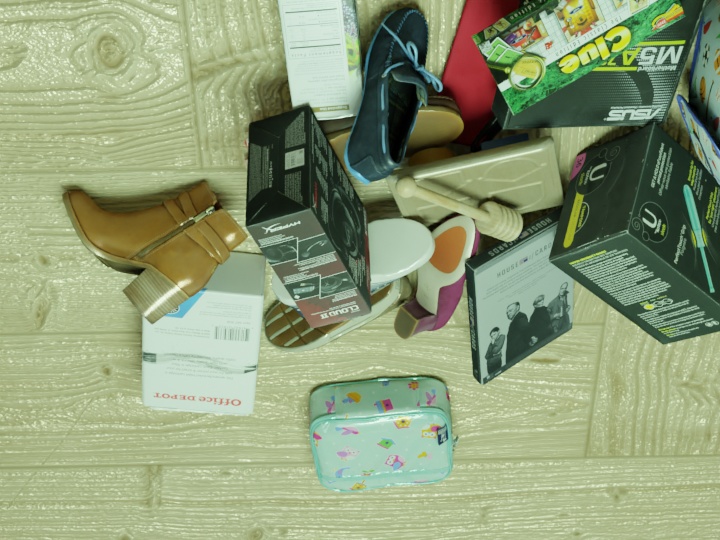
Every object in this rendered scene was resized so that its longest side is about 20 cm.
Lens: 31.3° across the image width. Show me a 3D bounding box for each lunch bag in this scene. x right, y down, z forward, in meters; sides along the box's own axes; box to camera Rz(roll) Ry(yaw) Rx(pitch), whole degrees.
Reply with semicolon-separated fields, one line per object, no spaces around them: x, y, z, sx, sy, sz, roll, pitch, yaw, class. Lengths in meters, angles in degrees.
0.033;0.225;1.719;0.197;0.078;0.162;-4;129;3;lunch bag
0.398;-0.174;1.310;0.122;0.170;0.202;5;112;-2;lunch bag

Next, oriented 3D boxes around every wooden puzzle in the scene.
0.130;-0.102;1.435;0.183;0.047;0.200;-11;162;9;wooden puzzle

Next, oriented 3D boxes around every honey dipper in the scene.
0.105;-0.071;1.393;0.038;0.038;0.199;-41;143;28;honey dipper

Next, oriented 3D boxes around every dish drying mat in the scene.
0.131;-0.223;1.395;0.076;0.018;0.201;9;129;-10;dish drying mat

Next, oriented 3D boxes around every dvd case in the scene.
0.194;0.032;1.539;0.149;0.025;0.201;-29;137;-20;dvd case

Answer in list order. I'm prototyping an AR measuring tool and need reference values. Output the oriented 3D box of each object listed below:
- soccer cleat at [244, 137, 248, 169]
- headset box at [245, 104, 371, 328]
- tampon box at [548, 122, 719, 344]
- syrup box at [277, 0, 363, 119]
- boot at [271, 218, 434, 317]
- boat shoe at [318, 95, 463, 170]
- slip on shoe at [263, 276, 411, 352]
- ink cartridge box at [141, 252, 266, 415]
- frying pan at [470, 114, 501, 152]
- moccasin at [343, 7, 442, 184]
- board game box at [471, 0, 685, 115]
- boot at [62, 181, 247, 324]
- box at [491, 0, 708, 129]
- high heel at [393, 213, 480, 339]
-0.082;-0.088;1.481;0.076;0.067;0.202;-20;128;-12;soccer cleat
-0.049;-0.049;1.369;0.076;0.150;0.201;-13;140;14;headset box
0.334;-0.036;1.440;0.199;0.151;0.126;34;149;-24;tampon box
-0.042;-0.261;1.321;0.080;0.079;0.202;-5;129;3;syrup box
0.000;0.000;1.500;0.198;0.074;0.090;-15;157;14;boot
0.014;-0.161;1.409;0.197;0.071;0.071;-11;139;11;boat shoe
-0.027;0.048;1.587;0.199;0.077;0.060;-29;156;23;slip on shoe
-0.195;0.077;1.591;0.143;0.085;0.202;6;128;-4;ink cartridge box
0.198;-0.206;1.390;0.114;0.031;0.191;4;132;-23;frying pan
0.045;-0.180;1.316;0.080;0.202;0.068;26;157;-38;moccasin
0.217;-0.242;1.270;0.199;0.024;0.105;-30;136;9;board game box
-0.238;-0.055;1.485;0.154;0.200;0.074;-41;167;-5;boot
0.251;-0.238;1.331;0.197;0.048;0.195;-3;130;-18;box
0.108;-0.003;1.536;0.068;0.096;0.201;48;133;17;high heel
